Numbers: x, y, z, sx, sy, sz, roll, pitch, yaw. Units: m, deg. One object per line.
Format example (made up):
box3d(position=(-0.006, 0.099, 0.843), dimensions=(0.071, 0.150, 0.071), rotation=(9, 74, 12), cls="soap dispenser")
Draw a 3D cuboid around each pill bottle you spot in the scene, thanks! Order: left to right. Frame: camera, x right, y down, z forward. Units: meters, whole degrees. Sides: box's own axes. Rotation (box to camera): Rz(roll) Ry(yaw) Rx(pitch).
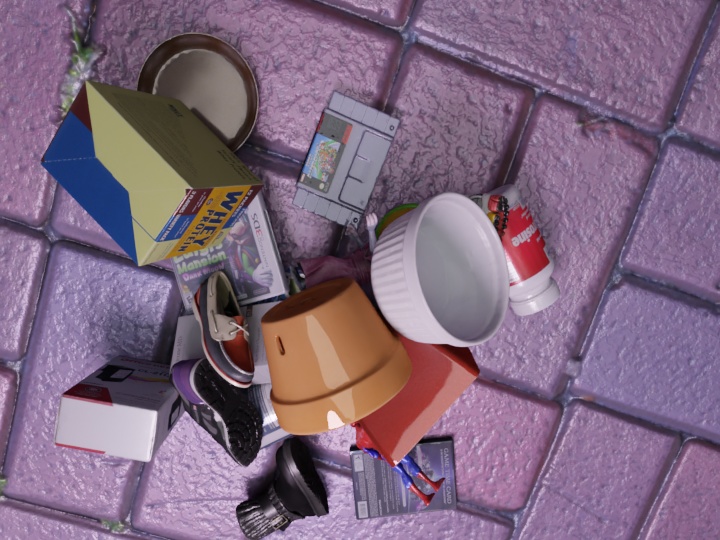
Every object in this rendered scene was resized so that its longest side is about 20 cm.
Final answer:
box3d(position=(-0.134, 0.226, 0.918), dimensions=(0.198, 0.120, 0.121), rotation=(-25, 100, 2), cls="pill bottle")
box3d(position=(0.254, -0.032, 0.891), dimensions=(0.111, 0.112, 0.202), rotation=(-30, 99, 3), cls="pill bottle")

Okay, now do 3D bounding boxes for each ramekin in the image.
box3d(position=(0.105, 0.005, 0.725), dimensions=(0.198, 0.104, 0.204), rotation=(11, 73, -39), cls="ramekin")

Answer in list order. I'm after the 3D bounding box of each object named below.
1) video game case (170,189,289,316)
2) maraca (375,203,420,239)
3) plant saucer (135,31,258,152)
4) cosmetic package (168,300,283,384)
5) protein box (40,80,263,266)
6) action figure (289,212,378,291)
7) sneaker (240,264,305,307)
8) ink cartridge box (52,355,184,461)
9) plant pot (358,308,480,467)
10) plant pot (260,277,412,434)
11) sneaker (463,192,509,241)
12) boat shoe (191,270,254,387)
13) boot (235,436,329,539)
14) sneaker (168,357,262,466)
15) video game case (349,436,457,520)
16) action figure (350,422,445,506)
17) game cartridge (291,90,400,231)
box3d(position=(-0.229, -0.029, 0.877), dimensions=(0.197, 0.023, 0.185), rotation=(-15, 93, 20), cls="video game case")
box3d(position=(0.107, -0.018, 0.890), dimensions=(0.136, 0.107, 0.201), rotation=(-30, 102, 23), cls="maraca")
box3d(position=(-0.264, -0.280, 0.868), dimensions=(0.196, 0.032, 0.204), rotation=(0, 101, -2), cls="plant saucer")
box3d(position=(-0.204, 0.128, 0.877), dimensions=(0.196, 0.081, 0.114), rotation=(-10, 58, 9), cls="cosmetic package")
box3d(position=(-0.285, -0.137, 0.757), dimensions=(0.198, 0.200, 0.135), rotation=(44, 109, 4), cls="protein box")
box3d(position=(0.000, 0.000, 0.802), dimensions=(0.197, 0.134, 0.151), rotation=(-19, 91, 1), cls="action figure")
box3d(position=(-0.147, 0.028, 0.904), dimensions=(0.197, 0.077, 0.077), rotation=(-15, 102, 2), cls="sneaker")
box3d(position=(-0.376, 0.217, 0.866), dimensions=(0.143, 0.200, 0.084), rotation=(11, 97, -5), cls="ink cartridge box")
box3d(position=(0.061, 0.161, 0.887), dimensions=(0.176, 0.200, 0.200), rotation=(42, 96, 3), cls="plant pot")
box3d(position=(-0.045, 0.101, 0.710), dimensions=(0.197, 0.200, 0.142), rotation=(-21, 102, 2), cls="plant pot")
box3d(position=(0.176, -0.026, 0.831), dimensions=(0.081, 0.077, 0.203), rotation=(18, 116, 30), cls="sneaker")
box3d(position=(-0.203, 0.086, 0.807), dimensions=(0.063, 0.201, 0.071), rotation=(-45, 141, 14), cls="boat shoe")
box3d(position=(-0.153, 0.396, 0.940), dimensions=(0.155, 0.080, 0.214), rotation=(-16, 123, 0), cls="boot")
box3d(position=(-0.225, 0.217, 0.827), dimensions=(0.086, 0.076, 0.202), rotation=(-6, 117, 34), cls="sneaker")
box3d(position=(0.083, 0.396, 1.008), dimensions=(0.196, 0.019, 0.146), rotation=(-6, 100, -2), cls="video game case")
box3d(position=(0.056, 0.329, 0.950), dimensions=(0.199, 0.052, 0.066), rotation=(35, 121, 18), cls="action figure")
box3d(position=(-0.027, -0.183, 0.895), dimensions=(0.128, 0.038, 0.203), rotation=(21, 98, -10), cls="game cartridge")
